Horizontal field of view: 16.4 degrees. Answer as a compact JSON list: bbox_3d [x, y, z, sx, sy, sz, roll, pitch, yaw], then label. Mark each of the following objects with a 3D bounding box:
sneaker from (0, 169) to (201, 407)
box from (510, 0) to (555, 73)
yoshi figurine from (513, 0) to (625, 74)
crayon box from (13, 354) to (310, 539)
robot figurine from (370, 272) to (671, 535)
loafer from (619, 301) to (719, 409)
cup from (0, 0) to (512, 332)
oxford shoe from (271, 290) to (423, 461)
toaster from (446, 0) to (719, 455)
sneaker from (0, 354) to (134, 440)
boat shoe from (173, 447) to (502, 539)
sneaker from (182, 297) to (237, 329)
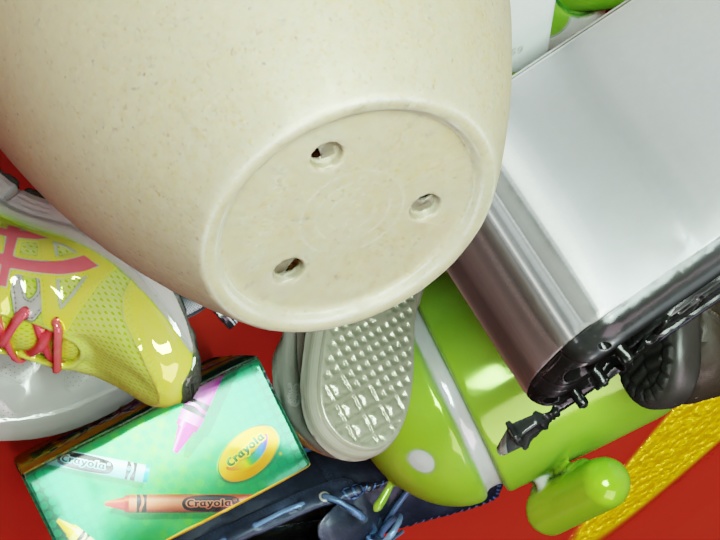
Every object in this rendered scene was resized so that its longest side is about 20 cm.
[{"bbox_3d":[-0.159,0.009,1.047,0.090,0.200,0.078,-52,166,-31],"label":"sneaker"},{"bbox_3d":[-0.038,-0.181,0.946,0.199,0.172,0.199,-14,139,-19],"label":"box"},{"bbox_3d":[0.066,-0.102,1.155,0.199,0.112,0.113,-21,147,-8],"label":"yoshi figurine"},{"bbox_3d":[-0.100,0.092,1.196,0.119,0.058,0.200,-27,-178,-9],"label":"crayon box"},{"bbox_3d":[0.080,0.043,1.246,0.200,0.176,0.116,-26,175,0],"label":"robot figurine"},{"bbox_3d":[0.158,-0.029,1.185,0.071,0.201,0.073,8,165,-25],"label":"loafer"},{"bbox_3d":[-0.028,-0.064,0.828,0.200,0.143,0.201,-16,140,-14],"label":"cup"},{"bbox_3d":[0.000,0.000,1.180,0.075,0.201,0.058,23,152,-22],"label":"oxford shoe"},{"bbox_3d":[0.117,-0.032,1.044,0.200,0.119,0.181,-34,172,-7],"label":"toaster"},{"bbox_3d":[-0.177,0.019,1.148,0.199,0.074,0.116,-9,139,-24],"label":"sneaker"},{"bbox_3d":[-0.017,0.138,1.351,0.199,0.069,0.084,-14,142,3],"label":"boat shoe"},{"bbox_3d":[-0.105,-0.048,1.084,0.075,0.114,0.200,-40,143,-5],"label":"sneaker"}]
